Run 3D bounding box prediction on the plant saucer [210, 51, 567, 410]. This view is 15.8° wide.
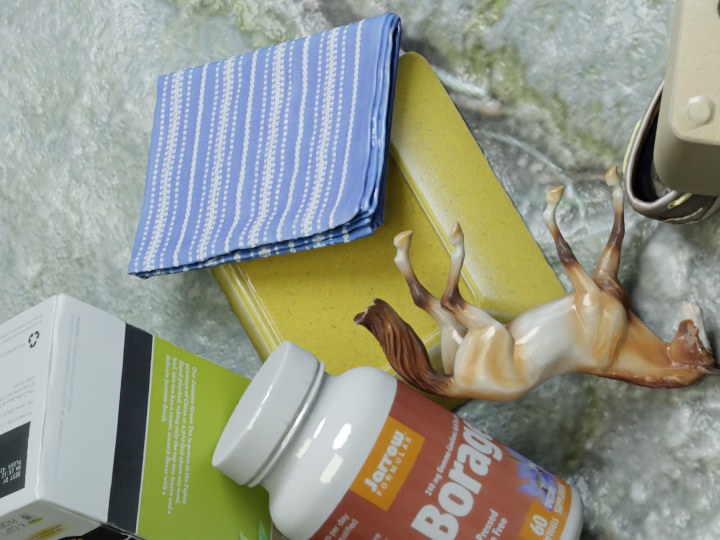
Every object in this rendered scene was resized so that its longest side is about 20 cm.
[{"bbox_3d":[0.000,0.000,1.588,0.200,0.048,0.201,-36,75,23],"label":"plant saucer"}]

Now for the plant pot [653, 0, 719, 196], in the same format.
[{"bbox_3d":[0.246,-0.128,1.336,0.198,0.177,0.201,8,95,17],"label":"plant pot"}]

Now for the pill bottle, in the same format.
[{"bbox_3d":[0.020,0.127,1.498,0.199,0.112,0.112,31,106,-9],"label":"pill bottle"}]

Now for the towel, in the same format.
[{"bbox_3d":[-0.060,-0.075,1.589,0.199,0.024,0.146,-11,63,37],"label":"towel"}]

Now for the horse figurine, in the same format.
[{"bbox_3d":[0.097,0.025,1.504,0.199,0.050,0.133,-18,98,-3],"label":"horse figurine"}]

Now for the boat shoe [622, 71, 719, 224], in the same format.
[{"bbox_3d":[0.212,-0.116,1.470,0.072,0.059,0.201,36,106,22],"label":"boat shoe"}]

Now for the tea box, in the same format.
[{"bbox_3d":[-0.171,0.134,1.554,0.199,0.196,0.134,-24,51,39],"label":"tea box"}]
